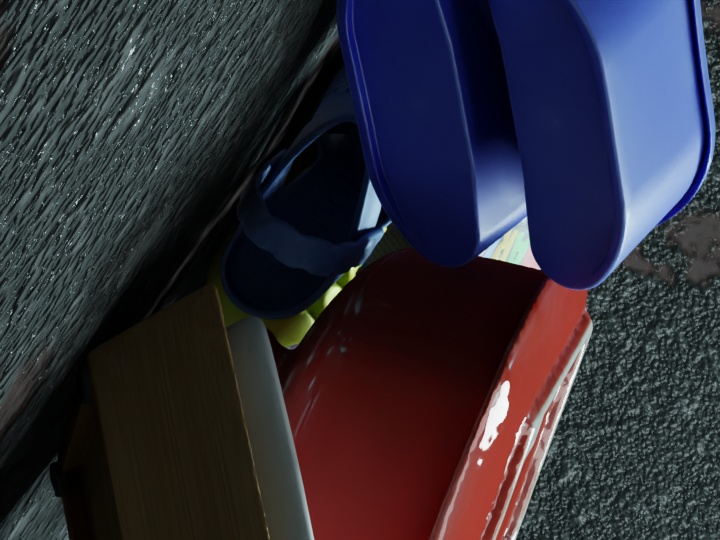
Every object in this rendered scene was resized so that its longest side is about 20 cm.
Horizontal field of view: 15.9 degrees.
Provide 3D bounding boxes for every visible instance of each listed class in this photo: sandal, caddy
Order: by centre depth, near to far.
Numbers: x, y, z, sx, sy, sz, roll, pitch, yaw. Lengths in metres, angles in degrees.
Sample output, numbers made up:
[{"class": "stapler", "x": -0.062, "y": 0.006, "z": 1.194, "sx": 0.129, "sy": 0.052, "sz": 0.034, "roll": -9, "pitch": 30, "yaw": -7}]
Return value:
[{"class": "caddy", "x": 0.075, "y": -0.090, "z": 1.101, "sx": 0.105, "sy": 0.141, "sz": 0.201, "roll": -47, "pitch": 137, "yaw": -42}, {"class": "sandal", "x": 0.002, "y": -0.055, "z": 1.211, "sx": 0.201, "sy": 0.079, "sz": 0.087, "roll": -57, "pitch": 173, "yaw": -14}]

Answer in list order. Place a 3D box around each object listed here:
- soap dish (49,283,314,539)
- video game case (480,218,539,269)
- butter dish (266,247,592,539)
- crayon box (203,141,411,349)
[{"class": "soap dish", "x": -0.072, "y": 0.130, "z": 1.078, "sx": 0.158, "sy": 0.081, "sz": 0.201, "roll": 118, "pitch": -38, "yaw": -62}, {"class": "video game case", "x": 0.071, "y": -0.014, "z": 1.312, "sx": 0.201, "sy": 0.018, "sz": 0.143, "roll": -61, "pitch": 154, "yaw": -7}, {"class": "butter dish", "x": 0.007, "y": 0.071, "z": 1.163, "sx": 0.200, "sy": 0.147, "sz": 0.201, "roll": -49, "pitch": 160, "yaw": -64}, {"class": "crayon box", "x": 0.000, "y": 0.000, "z": 1.309, "sx": 0.201, "sy": 0.051, "sz": 0.126, "roll": -56, "pitch": 135, "yaw": -18}]
